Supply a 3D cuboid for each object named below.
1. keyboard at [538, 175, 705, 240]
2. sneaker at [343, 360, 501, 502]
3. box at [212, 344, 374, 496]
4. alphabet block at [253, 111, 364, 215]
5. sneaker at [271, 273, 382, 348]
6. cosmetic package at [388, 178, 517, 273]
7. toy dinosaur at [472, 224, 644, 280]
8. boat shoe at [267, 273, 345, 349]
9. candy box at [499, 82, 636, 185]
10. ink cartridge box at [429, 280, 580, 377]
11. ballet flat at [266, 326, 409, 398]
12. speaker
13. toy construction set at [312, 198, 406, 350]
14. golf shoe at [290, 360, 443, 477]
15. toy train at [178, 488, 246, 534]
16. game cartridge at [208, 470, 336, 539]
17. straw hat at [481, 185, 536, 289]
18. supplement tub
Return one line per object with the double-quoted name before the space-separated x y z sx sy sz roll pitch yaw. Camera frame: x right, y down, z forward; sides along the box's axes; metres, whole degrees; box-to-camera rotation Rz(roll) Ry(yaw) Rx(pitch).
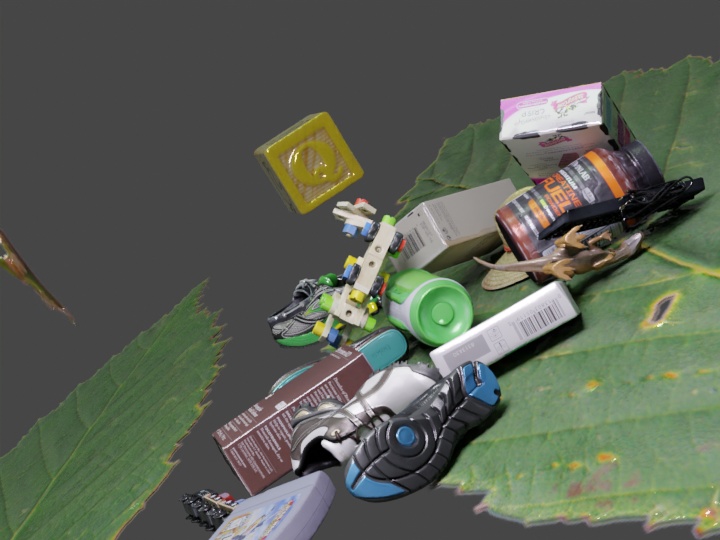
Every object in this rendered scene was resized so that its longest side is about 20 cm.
"keyboard" 0.308 -0.062 1.642 0.198 0.040 0.104 -15 -16 -22
"sneaker" 0.056 0.168 1.393 0.199 0.073 0.082 -33 -7 -34
"box" -0.071 0.174 1.686 0.199 0.075 0.100 -32 10 -10
"alphabet block" -0.132 -0.270 3.602 0.196 0.196 0.200 -35 9 -7
"sneaker" -0.053 0.051 2.168 0.199 0.086 0.078 -29 11 19
"cosmetic package" 0.132 -0.056 1.957 0.199 0.074 0.103 -17 -17 -45
"toy dinosaur" 0.224 -0.008 1.620 0.198 0.061 0.106 -5 -11 7
"boat shoe" -0.079 0.047 2.307 0.199 0.068 0.073 -40 13 -36
"candy box" 0.274 -0.160 1.832 0.135 0.062 0.200 -7 -24 24
"ink cartridge box" 0.168 0.068 1.601 0.160 0.050 0.200 -31 -8 10
"ballet flat" -0.029 0.134 1.790 0.198 0.069 0.068 -24 -2 -15
"speaker" 0.082 0.045 1.793 0.088 0.089 0.200 -33 9 -6
"toy construction set" 0.000 0.000 1.836 0.131 0.091 0.202 125 155 -73
"golf shoe" 0.009 0.168 1.526 0.199 0.078 0.095 -29 28 28
"toy train" -0.161 0.271 1.614 0.045 0.034 0.200 -22 6 -20
"game cartridge" -0.106 0.274 1.429 0.133 0.042 0.200 -30 10 34
"straw hat" 0.224 -0.063 1.877 0.200 0.086 0.201 -31 11 7
"supplement tub" 0.271 -0.078 1.750 0.199 0.108 0.107 -32 10 0
